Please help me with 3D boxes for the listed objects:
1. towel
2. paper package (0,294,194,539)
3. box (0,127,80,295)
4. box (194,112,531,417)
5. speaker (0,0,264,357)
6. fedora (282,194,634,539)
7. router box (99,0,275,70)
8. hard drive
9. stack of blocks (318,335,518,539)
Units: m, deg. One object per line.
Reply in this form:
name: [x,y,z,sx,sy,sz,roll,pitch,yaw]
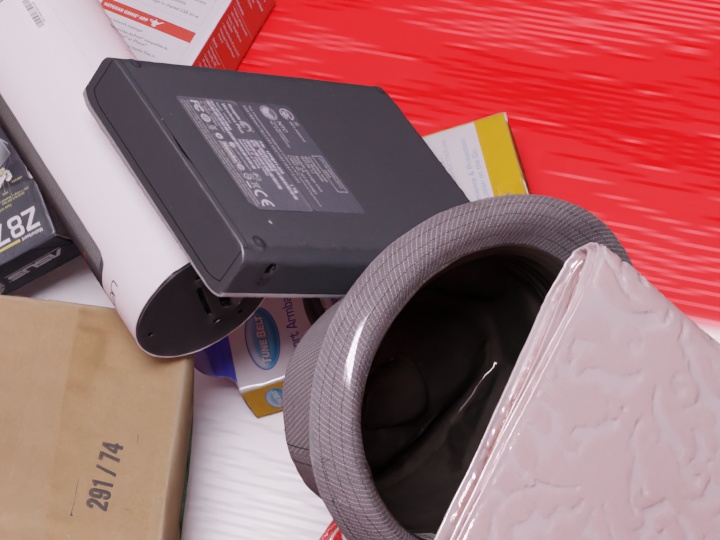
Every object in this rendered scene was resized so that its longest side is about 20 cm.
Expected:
towel: [0.132,0.119,1.126,0.032,0.200,0.192,1,58,57]
paper package: [-0.183,0.122,1.200,0.189,0.104,0.201,7,59,-5]
box: [-0.266,-0.042,1.327,0.199,0.049,0.162,-28,71,14]
box: [0.000,0.000,1.289,0.199,0.042,0.120,-17,61,8]
speaker: [-0.123,-0.053,1.217,0.081,0.081,0.200,-33,61,-4]
fedora: [0.039,0.055,1.137,0.200,0.178,0.090,-35,23,-31]
router box: [-0.178,-0.128,1.389,0.199,0.049,0.180,23,71,23]
hard drive: [-0.027,-0.044,1.195,0.033,0.199,0.140,-53,57,28]
stack of blocks: [0.051,0.140,1.194,0.115,0.059,0.200,30,74,25]
